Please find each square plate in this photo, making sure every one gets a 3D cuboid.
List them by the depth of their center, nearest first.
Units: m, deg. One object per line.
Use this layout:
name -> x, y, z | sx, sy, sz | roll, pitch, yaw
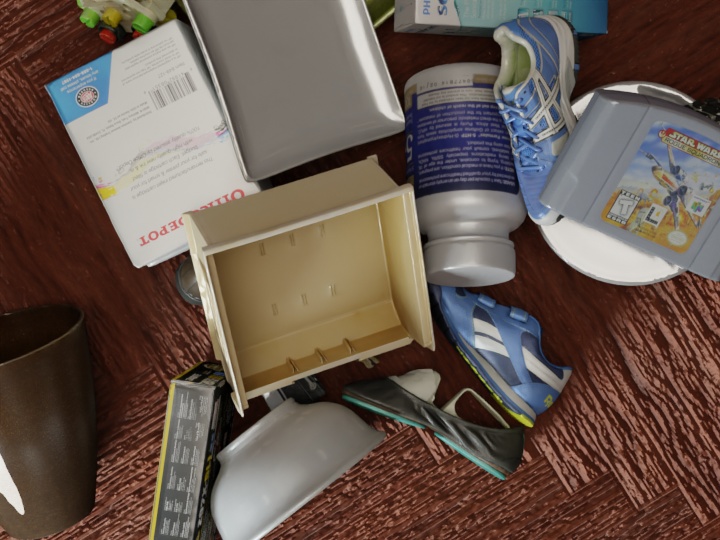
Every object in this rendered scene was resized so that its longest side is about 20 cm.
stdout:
square plate -> -0.066, -0.203, 1.437 | 0.200, 0.028, 0.199 | -22, 94, -34

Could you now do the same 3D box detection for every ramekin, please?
ramekin -> 0.267, -0.086, 1.481 | 0.202, 0.094, 0.203 | 0, 92, 4

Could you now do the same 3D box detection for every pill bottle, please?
pill bottle -> 0.104, -0.091, 1.455 | 0.119, 0.120, 0.201 | -2, 77, 3

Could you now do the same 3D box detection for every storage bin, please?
storage bin -> -0.047, 0.017, 1.399 | 0.199, 0.094, 0.199 | -18, 122, -14

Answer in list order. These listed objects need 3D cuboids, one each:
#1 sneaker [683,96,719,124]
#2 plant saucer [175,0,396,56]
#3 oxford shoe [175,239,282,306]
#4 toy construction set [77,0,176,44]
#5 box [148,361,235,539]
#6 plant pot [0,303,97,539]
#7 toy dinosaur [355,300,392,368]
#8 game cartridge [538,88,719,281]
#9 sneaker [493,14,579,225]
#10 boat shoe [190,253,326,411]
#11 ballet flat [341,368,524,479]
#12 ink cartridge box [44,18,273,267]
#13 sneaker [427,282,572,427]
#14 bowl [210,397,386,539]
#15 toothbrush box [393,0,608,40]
sneaker -> 0.310, -0.101, 1.406 | 0.199, 0.078, 0.090 | -21, 111, 4
plant saucer -> -0.076, -0.296, 1.514 | 0.200, 0.048, 0.200 | -40, 90, 4
oxford shoe -> -0.082, -0.025, 1.461 | 0.200, 0.084, 0.073 | -29, 86, -18
toy construction set -> -0.249, -0.289, 1.472 | 0.092, 0.200, 0.131 | -51, 129, -5
box -> -0.167, 0.199, 1.485 | 0.049, 0.160, 0.201 | 9, 94, 5
plant pot -> -0.340, 0.161, 1.499 | 0.186, 0.187, 0.201 | -14, 107, 4
toy dinosaur -> 0.000, 0.000, 1.518 | 0.101, 0.058, 0.201 | -19, 91, 5
game cartridge -> 0.278, -0.082, 1.351 | 0.199, 0.042, 0.133 | 21, 115, -16
sneaker -> 0.159, -0.141, 1.391 | 0.077, 0.076, 0.201 | 0, 83, -37
boat shoe -> -0.102, 0.054, 1.518 | 0.068, 0.074, 0.200 | -29, 92, 5
ballet flat -> 0.079, 0.143, 1.521 | 0.200, 0.068, 0.069 | 27, 84, -8
ink cartridge box -> -0.190, -0.122, 1.479 | 0.147, 0.145, 0.200 | -25, 91, 4
sneaker -> 0.134, 0.061, 1.509 | 0.082, 0.074, 0.200 | -39, 92, -4
bowl -> -0.078, 0.189, 1.461 | 0.201, 0.201, 0.090 | -39, 86, 4
toothbrush box -> 0.138, -0.305, 1.459 | 0.199, 0.085, 0.147 | 0, 93, -14
